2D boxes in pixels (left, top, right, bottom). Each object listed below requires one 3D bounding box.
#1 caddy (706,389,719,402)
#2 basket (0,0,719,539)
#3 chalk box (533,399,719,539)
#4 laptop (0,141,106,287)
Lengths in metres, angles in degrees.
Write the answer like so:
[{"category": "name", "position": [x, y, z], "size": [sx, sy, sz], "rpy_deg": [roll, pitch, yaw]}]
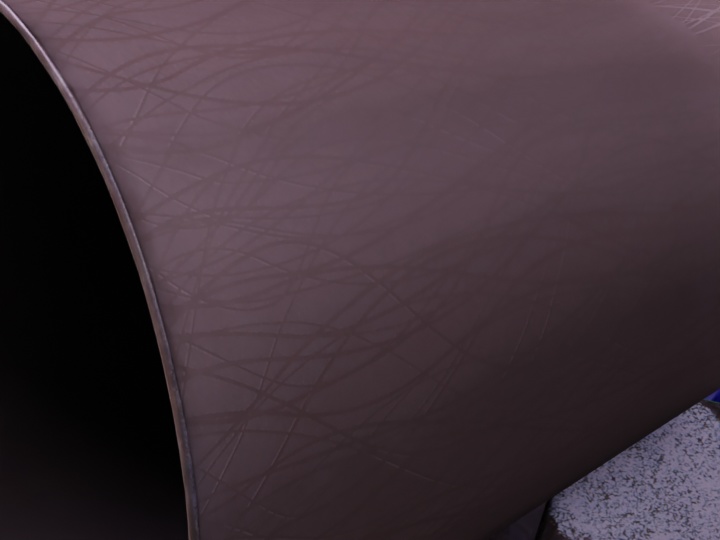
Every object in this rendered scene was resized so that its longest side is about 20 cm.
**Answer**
[{"category": "caddy", "position": [0.096, -0.006, 0.873], "size": [0.141, 0.105, 0.200], "rpy_deg": [33, 27, -19]}, {"category": "basket", "position": [0.000, 0.000, 0.682], "size": [0.199, 0.136, 0.181], "rpy_deg": [-17, 103, -35]}, {"category": "chalk box", "position": [0.134, 0.129, 0.755], "size": [0.199, 0.124, 0.125], "rpy_deg": [14, 48, 9]}, {"category": "laptop", "position": [-0.171, -0.044, 0.632], "size": [0.103, 0.200, 0.177], "rpy_deg": [33, 68, 30]}]
